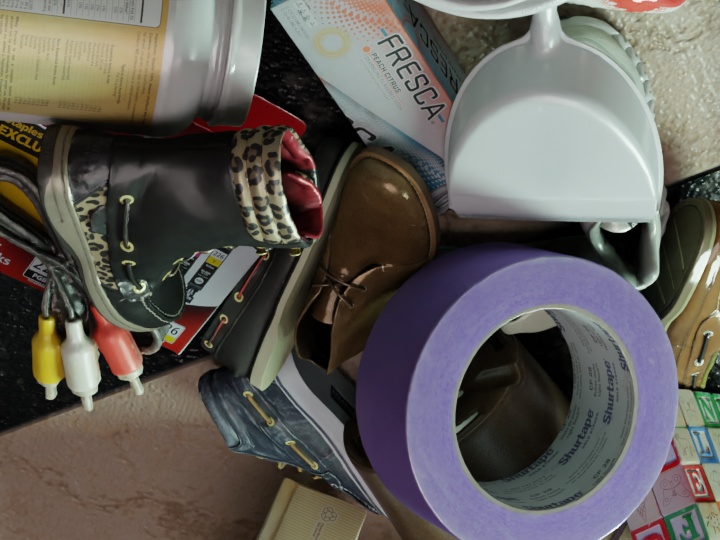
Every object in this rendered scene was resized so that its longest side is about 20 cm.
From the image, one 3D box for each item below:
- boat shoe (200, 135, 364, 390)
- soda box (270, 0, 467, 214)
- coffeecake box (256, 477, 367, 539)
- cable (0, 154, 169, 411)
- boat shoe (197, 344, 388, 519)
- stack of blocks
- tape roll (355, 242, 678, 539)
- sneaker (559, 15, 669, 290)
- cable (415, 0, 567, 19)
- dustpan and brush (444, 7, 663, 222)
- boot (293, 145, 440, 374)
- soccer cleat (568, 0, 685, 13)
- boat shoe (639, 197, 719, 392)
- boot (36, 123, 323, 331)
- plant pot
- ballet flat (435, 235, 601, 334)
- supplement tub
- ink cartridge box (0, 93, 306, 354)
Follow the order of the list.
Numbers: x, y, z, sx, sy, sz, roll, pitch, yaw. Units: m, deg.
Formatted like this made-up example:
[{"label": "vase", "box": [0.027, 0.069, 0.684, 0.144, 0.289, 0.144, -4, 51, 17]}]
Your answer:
[{"label": "boat shoe", "box": [-0.056, -0.011, 1.262, 0.063, 0.074, 0.202, 31, 119, 10]}, {"label": "soda box", "box": [0.020, -0.127, 1.164, 0.068, 0.064, 0.200, -22, 128, 19]}, {"label": "coffeecake box", "box": [-0.070, 0.281, 1.436, 0.073, 0.154, 0.200, 22, 146, 2]}, {"label": "cable", "box": [-0.189, 0.011, 1.185, 0.097, 0.050, 0.200, -6, 134, 11]}, {"label": "boat shoe", "box": [-0.038, 0.130, 1.399, 0.091, 0.071, 0.200, -23, 122, 23]}, {"label": "stack of blocks", "box": [0.264, 0.155, 1.353, 0.059, 0.115, 0.200, -31, 156, 32]}, {"label": "tape roll", "box": [0.104, 0.084, 1.197, 0.200, 0.085, 0.200, -3, 99, -22]}, {"label": "sneaker", "box": [0.163, -0.075, 1.193, 0.075, 0.081, 0.200, -14, 123, 15]}, {"label": "cable", "box": [0.070, -0.240, 1.001, 0.200, 0.069, 0.200, 5, 99, 1]}, {"label": "dustpan and brush", "box": [0.114, -0.115, 1.106, 0.139, 0.057, 0.200, 2, 143, 12]}, {"label": "boot", "box": [0.000, 0.000, 1.213, 0.074, 0.075, 0.200, 33, 145, 16]}, {"label": "soccer cleat", "box": [0.104, -0.194, 1.106, 0.200, 0.069, 0.085, 14, 150, -18]}, {"label": "boat shoe", "box": [0.238, 0.021, 1.297, 0.068, 0.072, 0.200, 5, 142, -9]}, {"label": "boot", "box": [-0.097, -0.026, 1.107, 0.150, 0.073, 0.200, -3, 147, 12]}, {"label": "plant pot", "box": [0.100, 0.155, 1.346, 0.200, 0.200, 0.198, -25, 119, 22]}, {"label": "ballet flat", "box": [0.085, 0.016, 1.288, 0.200, 0.068, 0.068, -9, 132, 10]}, {"label": "supplement tub", "box": [-0.163, -0.156, 1.079, 0.200, 0.145, 0.145, 5, 132, -12]}, {"label": "ink cartridge box", "box": [-0.162, -0.062, 1.211, 0.200, 0.084, 0.176, 26, 127, -20]}]
